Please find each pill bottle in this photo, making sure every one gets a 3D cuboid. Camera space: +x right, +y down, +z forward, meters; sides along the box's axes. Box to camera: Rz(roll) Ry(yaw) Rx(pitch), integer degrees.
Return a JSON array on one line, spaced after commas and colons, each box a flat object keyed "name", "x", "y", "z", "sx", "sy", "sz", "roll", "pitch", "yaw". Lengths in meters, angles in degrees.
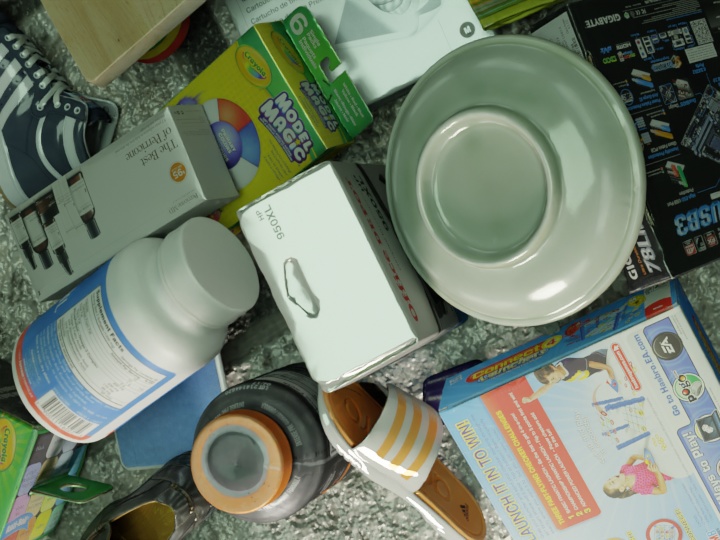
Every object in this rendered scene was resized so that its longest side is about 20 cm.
[{"name": "pill bottle", "x": -0.174, "y": 0.044, "z": 1.113, "sx": 0.199, "sy": 0.112, "sz": 0.113, "roll": -35, "pitch": 84, "yaw": 29}, {"name": "pill bottle", "x": -0.065, "y": 0.132, "z": 1.087, "sx": 0.105, "sy": 0.200, "sz": 0.108, "roll": 1, "pitch": 92, "yaw": 14}]

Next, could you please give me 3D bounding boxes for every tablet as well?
[{"name": "tablet", "x": -0.170, "y": 0.066, "z": 1.187, "sx": 0.129, "sy": 0.014, "sz": 0.203, "roll": -9, "pitch": 96, "yaw": 31}]

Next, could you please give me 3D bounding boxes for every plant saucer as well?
[{"name": "plant saucer", "x": 0.094, "y": -0.059, "z": 0.964, "sx": 0.198, "sy": 0.050, "sz": 0.203, "roll": 6, "pitch": 101, "yaw": 31}]

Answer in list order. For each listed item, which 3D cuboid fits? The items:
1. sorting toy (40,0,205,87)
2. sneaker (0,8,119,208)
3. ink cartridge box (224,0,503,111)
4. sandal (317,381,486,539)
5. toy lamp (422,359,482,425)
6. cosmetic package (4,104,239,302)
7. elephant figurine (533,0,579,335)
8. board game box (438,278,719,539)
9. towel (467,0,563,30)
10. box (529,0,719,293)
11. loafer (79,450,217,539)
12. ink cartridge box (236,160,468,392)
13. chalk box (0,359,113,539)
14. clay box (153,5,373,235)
[{"name": "sorting toy", "x": -0.172, "y": -0.277, "z": 1.147, "sx": 0.198, "sy": 0.069, "sz": 0.201, "roll": -37, "pitch": 68, "yaw": 12}, {"name": "sneaker", "x": -0.274, "y": -0.163, "z": 1.194, "sx": 0.107, "sy": 0.070, "sz": 0.202, "roll": -14, "pitch": 96, "yaw": 19}, {"name": "ink cartridge box", "x": -0.010, "y": -0.231, "z": 1.141, "sx": 0.198, "sy": 0.041, "sz": 0.202, "roll": -25, "pitch": 86, "yaw": 14}, {"name": "sandal", "x": 0.047, "y": 0.136, "z": 1.088, "sx": 0.059, "sy": 0.080, "sz": 0.206, "roll": -33, "pitch": 122, "yaw": 24}, {"name": "toy lamp", "x": 0.148, "y": 0.092, "z": 1.108, "sx": 0.197, "sy": 0.058, "sz": 0.059, "roll": -7, "pitch": 91, "yaw": 12}, {"name": "cosmetic package", "x": -0.197, "y": -0.052, "z": 1.143, "sx": 0.199, "sy": 0.050, "sz": 0.083, "roll": -29, "pitch": 83, "yaw": 30}, {"name": "elephant figurine", "x": 0.150, "y": -0.087, "z": 1.070, "sx": 0.199, "sy": 0.141, "sz": 0.156, "roll": -40, "pitch": 112, "yaw": -3}, {"name": "board game box", "x": 0.190, "y": 0.134, "z": 1.056, "sx": 0.194, "sy": 0.056, "sz": 0.201, "roll": -25, "pitch": 106, "yaw": 19}, {"name": "towel", "x": 0.089, "y": -0.286, "z": 1.093, "sx": 0.085, "sy": 0.018, "sz": 0.202, "roll": -23, "pitch": 80, "yaw": -13}, {"name": "box", "x": 0.234, "y": -0.106, "z": 1.014, "sx": 0.050, "sy": 0.199, "sz": 0.201, "roll": -22, "pitch": 88, "yaw": 54}, {"name": "loafer", "x": -0.197, "y": 0.228, "z": 1.180, "sx": 0.073, "sy": 0.072, "sz": 0.200, "roll": 44, "pitch": 115, "yaw": 5}, {"name": "ink cartridge box", "x": 0.000, "y": 0.000, "z": 1.066, "sx": 0.084, "sy": 0.200, "sz": 0.146, "roll": -28, "pitch": 86, "yaw": 14}, {"name": "chalk box", "x": -0.308, "y": 0.157, "z": 1.190, "sx": 0.198, "sy": 0.124, "sz": 0.125, "roll": 25, "pitch": 98, "yaw": 13}, {"name": "clay box", "x": -0.092, "y": -0.110, "z": 1.131, "sx": 0.199, "sy": 0.047, "sz": 0.116, "roll": -36, "pitch": 83, "yaw": 34}]
